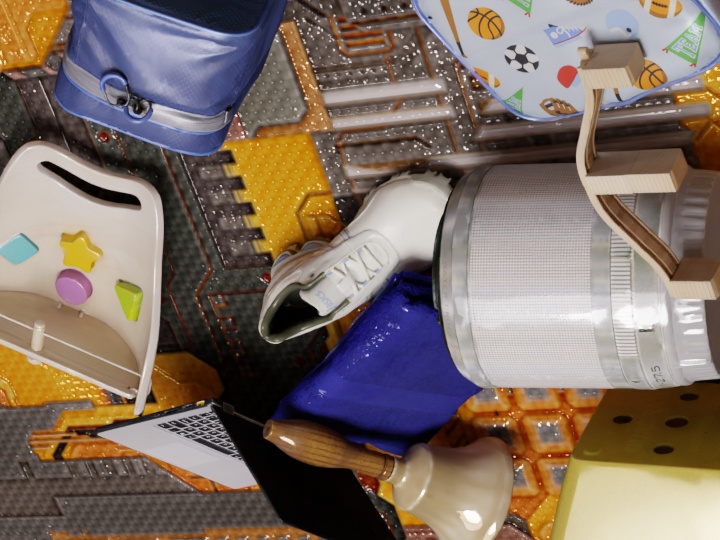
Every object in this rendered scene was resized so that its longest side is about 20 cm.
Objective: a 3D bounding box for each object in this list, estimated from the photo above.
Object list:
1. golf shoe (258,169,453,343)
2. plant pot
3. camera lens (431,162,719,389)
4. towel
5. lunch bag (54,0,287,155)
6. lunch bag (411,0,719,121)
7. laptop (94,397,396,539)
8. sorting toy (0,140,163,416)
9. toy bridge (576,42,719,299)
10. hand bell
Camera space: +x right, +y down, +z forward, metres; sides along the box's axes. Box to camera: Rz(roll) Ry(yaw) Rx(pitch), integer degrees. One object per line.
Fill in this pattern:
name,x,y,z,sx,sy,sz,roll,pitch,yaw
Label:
golf shoe,0.000,0.000,1.674,0.078,0.097,0.200,46,128,-12
plant pot,0.246,0.192,1.659,0.198,0.200,0.178,3,115,22
camera lens,0.160,0.003,1.560,0.198,0.160,0.161,-1,125,20
towel,0.034,0.073,1.719,0.147,0.050,0.200,9,141,-34
lunch bag,-0.129,-0.173,1.531,0.135,0.201,0.133,21,134,1
lunch bag,0.136,-0.180,1.371,0.199,0.076,0.160,-19,124,44
laptop,-0.086,0.187,1.785,0.199,0.117,0.187,-15,152,32
sorting toy,-0.232,-0.011,1.773,0.198,0.107,0.181,23,124,6
toy bridge,0.174,-0.063,1.399,0.067,0.027,0.201,0,132,35
hand bell,0.012,0.152,1.731,0.199,0.105,0.104,22,135,-25
